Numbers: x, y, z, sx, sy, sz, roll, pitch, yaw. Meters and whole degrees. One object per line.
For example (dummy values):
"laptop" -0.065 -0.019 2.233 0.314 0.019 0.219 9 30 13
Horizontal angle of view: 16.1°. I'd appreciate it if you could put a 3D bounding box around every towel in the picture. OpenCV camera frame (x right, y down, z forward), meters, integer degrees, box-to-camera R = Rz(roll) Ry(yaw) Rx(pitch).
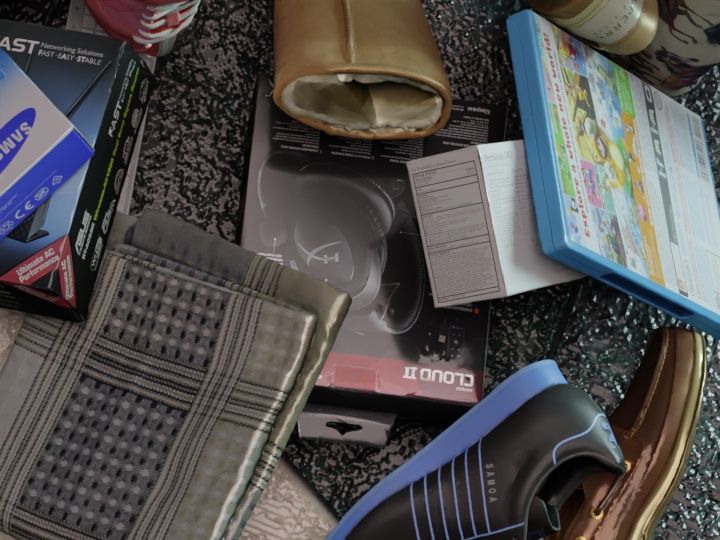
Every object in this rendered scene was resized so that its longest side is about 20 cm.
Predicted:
"towel" -0.120 0.068 1.393 0.192 0.035 0.201 18 77 36

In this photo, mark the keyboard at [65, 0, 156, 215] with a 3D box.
"keyboard" -0.158 -0.071 1.495 0.056 0.011 0.201 10 75 -4

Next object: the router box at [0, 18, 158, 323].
"router box" -0.230 -0.065 1.428 0.199 0.062 0.150 10 73 15

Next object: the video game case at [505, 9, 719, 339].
"video game case" 0.151 -0.051 1.442 0.018 0.200 0.144 -21 64 30

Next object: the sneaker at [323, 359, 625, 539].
"sneaker" 0.056 0.140 1.411 0.200 0.070 0.078 -42 65 5

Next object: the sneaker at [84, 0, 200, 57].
"sneaker" -0.109 -0.158 1.402 0.074 0.200 0.087 -21 110 -15

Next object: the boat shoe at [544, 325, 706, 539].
"boat shoe" 0.142 0.119 1.453 0.067 0.072 0.201 23 77 -3

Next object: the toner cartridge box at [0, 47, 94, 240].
"toner cartridge box" -0.248 -0.033 1.364 0.200 0.043 0.095 -43 70 -4

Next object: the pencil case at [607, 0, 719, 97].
"pencil case" 0.205 -0.175 1.470 0.077 0.200 0.090 8 70 -14

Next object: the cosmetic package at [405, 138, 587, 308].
"cosmetic package" 0.099 -0.033 1.424 0.050 0.200 0.083 -9 91 31

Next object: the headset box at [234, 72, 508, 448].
"headset box" 0.000 0.000 1.463 0.148 0.077 0.201 6 76 -5

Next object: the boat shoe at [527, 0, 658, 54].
"boat shoe" 0.124 -0.178 1.489 0.066 0.200 0.074 38 108 -24

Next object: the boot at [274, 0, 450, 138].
"boot" -0.042 -0.163 1.450 0.174 0.066 0.200 1 44 -6
